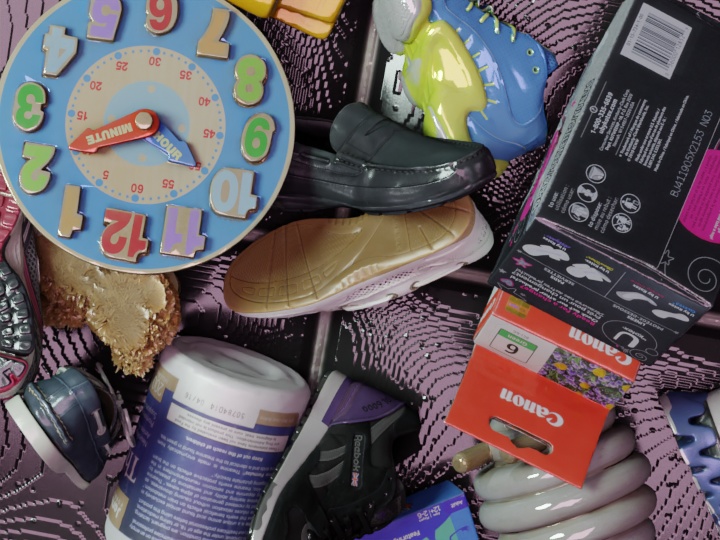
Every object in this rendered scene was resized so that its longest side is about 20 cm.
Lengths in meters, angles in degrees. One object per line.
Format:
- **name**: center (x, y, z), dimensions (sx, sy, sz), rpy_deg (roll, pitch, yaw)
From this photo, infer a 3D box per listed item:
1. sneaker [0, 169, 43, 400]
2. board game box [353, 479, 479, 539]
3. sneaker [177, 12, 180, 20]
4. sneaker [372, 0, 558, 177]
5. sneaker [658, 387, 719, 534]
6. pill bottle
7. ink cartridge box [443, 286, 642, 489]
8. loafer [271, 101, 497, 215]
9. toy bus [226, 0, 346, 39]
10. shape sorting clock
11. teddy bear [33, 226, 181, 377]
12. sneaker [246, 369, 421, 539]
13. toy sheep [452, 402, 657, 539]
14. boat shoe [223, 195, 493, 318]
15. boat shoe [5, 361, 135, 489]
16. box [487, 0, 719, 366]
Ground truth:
- **sneaker**: center (-0.257, -0.010, 1.397), dimensions (0.080, 0.075, 0.201), rpy_deg (-6, 77, 2)
- **board game box**: center (0.029, 0.272, 1.477), dimensions (0.151, 0.045, 0.201), rpy_deg (-21, 103, -12)
- **sneaker**: center (-0.144, -0.095, 1.433), dimensions (0.077, 0.082, 0.201), rpy_deg (4, 100, 2)
- **sneaker**: center (0.073, -0.161, 1.426), dimensions (0.105, 0.076, 0.201), rpy_deg (-19, 98, -12)
- **sneaker**: center (0.302, 0.156, 1.452), dimensions (0.115, 0.081, 0.200), rpy_deg (-26, 96, 9)
- **pill bottle**: center (-0.116, 0.157, 1.459), dimensions (0.110, 0.111, 0.201), rpy_deg (19, 100, 0)
- **ink cartridge box**: center (0.141, 0.035, 1.397), dimensions (0.109, 0.050, 0.201), rpy_deg (25, 58, -2)
- **loafer**: center (0.003, -0.078, 1.393), dimensions (0.200, 0.068, 0.071), rpy_deg (3, 112, 41)
- **toy bus**: center (-0.100, -0.227, 1.410), dimensions (0.199, 0.078, 0.065), rpy_deg (26, 100, -1)
- **shape sorting clock**: center (-0.142, -0.097, 1.365), dimensions (0.199, 0.039, 0.201), rpy_deg (0, 87, -6)
- **teddy bear**: center (-0.196, -0.017, 1.439), dimensions (0.199, 0.067, 0.146), rpy_deg (22, 106, 26)
- **sneaker**: center (-0.016, 0.158, 1.416), dimensions (0.087, 0.200, 0.076), rpy_deg (20, 143, 9)
- **toy sheep**: center (0.139, 0.149, 1.436), dimensions (0.137, 0.138, 0.201), rpy_deg (-15, 93, 6)
- **boat shoe**: center (0.000, 0.000, 1.447), dimensions (0.199, 0.069, 0.071), rpy_deg (-15, 59, 23)
- **boat shoe**: center (-0.193, 0.100, 1.416), dimensions (0.062, 0.200, 0.075), rpy_deg (-34, 77, -4)
- **box**: center (0.187, -0.062, 1.361), dimensions (0.132, 0.115, 0.201), rpy_deg (27, 63, -1)
